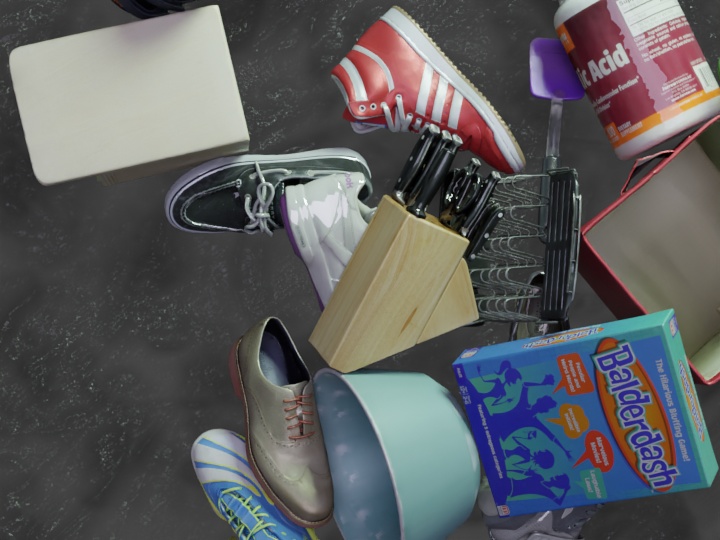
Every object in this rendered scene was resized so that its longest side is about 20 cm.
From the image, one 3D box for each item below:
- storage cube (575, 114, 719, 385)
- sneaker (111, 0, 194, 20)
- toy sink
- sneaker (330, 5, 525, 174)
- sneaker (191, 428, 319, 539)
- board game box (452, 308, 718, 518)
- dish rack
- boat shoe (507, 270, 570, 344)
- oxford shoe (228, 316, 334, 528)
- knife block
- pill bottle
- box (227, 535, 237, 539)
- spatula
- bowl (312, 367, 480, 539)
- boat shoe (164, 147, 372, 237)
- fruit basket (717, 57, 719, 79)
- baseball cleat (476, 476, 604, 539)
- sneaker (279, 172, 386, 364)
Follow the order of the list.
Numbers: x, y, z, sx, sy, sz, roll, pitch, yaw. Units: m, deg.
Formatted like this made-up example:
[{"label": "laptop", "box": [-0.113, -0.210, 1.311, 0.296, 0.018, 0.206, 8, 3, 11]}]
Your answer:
[{"label": "storage cube", "box": [0.306, -0.016, 1.536, 0.171, 0.180, 0.200, -40, 87, -2]}, {"label": "sneaker", "box": [-0.190, -0.268, 1.548, 0.078, 0.200, 0.080, 38, 91, -27]}, {"label": "toy sink", "box": [-0.214, -0.155, 1.574, 0.199, 0.112, 0.131, -14, 88, -6]}, {"label": "sneaker", "box": [0.058, -0.143, 1.594, 0.112, 0.071, 0.200, -41, 81, -6]}, {"label": "sneaker", "box": [-0.086, 0.231, 1.559, 0.076, 0.105, 0.200, -40, 89, -2]}, {"label": "board game box", "box": [0.196, 0.128, 1.472, 0.199, 0.045, 0.153, -13, 101, 26]}, {"label": "dish rack", "box": [0.135, -0.021, 1.533, 0.054, 0.200, 0.155, 4, 87, -24]}, {"label": "boat shoe", "box": [0.165, 0.096, 1.564, 0.071, 0.065, 0.201, -1, 70, 14]}, {"label": "oxford shoe", "box": [-0.069, 0.139, 1.551, 0.070, 0.074, 0.201, -13, 70, -29]}, {"label": "knife block", "box": [0.035, -0.025, 1.493, 0.199, 0.064, 0.176, -22, 114, -12]}, {"label": "pill bottle", "box": [0.251, -0.215, 1.577, 0.114, 0.114, 0.201, -26, 88, -1]}, {"label": "box", "box": [-0.084, 0.351, 1.581, 0.075, 0.050, 0.200, -39, 88, -1]}, {"label": "spatula", "box": [0.187, -0.125, 1.618, 0.056, 0.021, 0.201, 3, 88, 2]}, {"label": "bowl", "box": [0.038, 0.172, 1.536, 0.104, 0.201, 0.202, -16, 87, -21]}, {"label": "boat shoe", "box": [-0.086, -0.066, 1.583, 0.198, 0.068, 0.074, -5, 117, -5]}, {"label": "fruit basket", "box": [0.401, -0.167, 1.553, 0.214, 0.155, 0.217, 0, 89, -15]}, {"label": "baseball cleat", "box": [0.213, 0.212, 1.588, 0.199, 0.070, 0.107, -17, 94, 9]}, {"label": "sneaker", "box": [0.000, 0.000, 1.553, 0.099, 0.075, 0.201, -21, 119, 3]}]
